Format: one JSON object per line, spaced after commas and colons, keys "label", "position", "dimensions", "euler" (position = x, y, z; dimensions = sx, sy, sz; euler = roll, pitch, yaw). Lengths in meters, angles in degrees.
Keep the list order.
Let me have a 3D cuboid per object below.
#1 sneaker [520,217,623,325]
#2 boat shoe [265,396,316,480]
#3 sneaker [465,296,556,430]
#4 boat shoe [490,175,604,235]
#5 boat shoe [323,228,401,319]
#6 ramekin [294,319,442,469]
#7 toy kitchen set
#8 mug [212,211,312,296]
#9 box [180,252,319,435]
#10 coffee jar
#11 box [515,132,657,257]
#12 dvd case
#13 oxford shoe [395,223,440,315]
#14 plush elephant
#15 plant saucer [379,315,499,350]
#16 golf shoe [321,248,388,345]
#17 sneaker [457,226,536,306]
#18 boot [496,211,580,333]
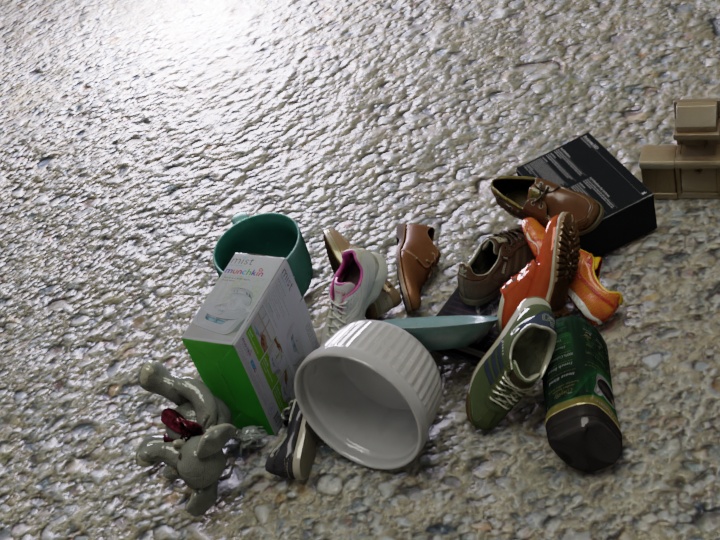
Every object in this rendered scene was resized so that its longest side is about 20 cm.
{"label": "sneaker", "position": [0.313, -0.008, 1.681], "dimensions": [0.077, 0.073, 0.200], "euler": [-41, 67, 5]}
{"label": "boat shoe", "position": [-0.091, 0.208, 1.633], "dimensions": [0.062, 0.073, 0.202], "euler": [-2, 49, 17]}
{"label": "sneaker", "position": [0.202, 0.135, 1.512], "dimensions": [0.067, 0.202, 0.090], "euler": [24, 14, -11]}
{"label": "boat shoe", "position": [0.276, -0.102, 1.726], "dimensions": [0.199, 0.068, 0.073], "euler": [14, 74, 49]}
{"label": "boat shoe", "position": [0.000, 0.000, 1.830], "dimensions": [0.064, 0.072, 0.201], "euler": [-24, 51, -13]}
{"label": "ramekin", "position": [0.019, 0.162, 1.551], "dimensions": [0.198, 0.202, 0.105], "euler": [10, 39, 30]}
{"label": "toy kitchen set", "position": [0.513, -0.139, 1.706], "dimensions": [0.198, 0.164, 0.181], "euler": [2, 45, 23]}
{"label": "mug", "position": [-0.151, -0.012, 1.860], "dimensions": [0.150, 0.115, 0.186], "euler": [-5, 42, 17]}
{"label": "box", "position": [-0.152, 0.107, 1.667], "dimensions": [0.096, 0.201, 0.177], "euler": [5, 47, 26]}
{"label": "coffee jar", "position": [0.290, 0.164, 1.508], "dimensions": [0.085, 0.104, 0.201], "euler": [-28, 36, 25]}
{"label": "box", "position": [0.358, -0.117, 1.807], "dimensions": [0.140, 0.079, 0.201], "euler": [-28, 41, -3]}
{"label": "dvd case", "position": [0.198, 0.064, 1.720], "dimensions": [0.147, 0.016, 0.200], "euler": [17, 52, 33]}
{"label": "oxford shoe", "position": [0.092, -0.010, 1.802], "dimensions": [0.070, 0.072, 0.201], "euler": [-5, 42, 8]}
{"label": "plush elephant", "position": [-0.239, 0.245, 1.580], "dimensions": [0.197, 0.167, 0.155], "euler": [14, 19, 1]}
{"label": "plant saucer", "position": [0.100, 0.091, 1.627], "dimensions": [0.198, 0.039, 0.201], "euler": [-3, 2, 0]}
{"label": "golf shoe", "position": [-0.026, 0.059, 1.710], "dimensions": [0.075, 0.091, 0.202], "euler": [13, 82, 32]}
{"label": "sneaker", "position": [0.226, -0.027, 1.737], "dimensions": [0.070, 0.076, 0.200], "euler": [26, 55, 39]}
{"label": "boot", "position": [0.251, 0.010, 1.629], "dimensions": [0.106, 0.075, 0.203], "euler": [15, 95, 35]}
